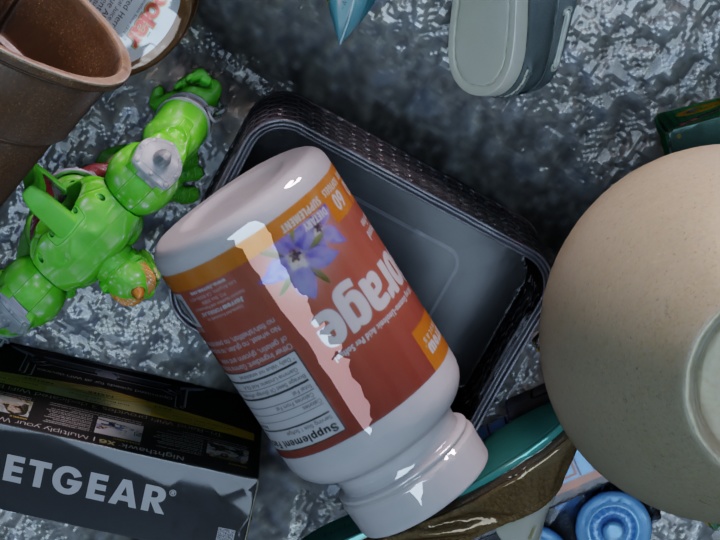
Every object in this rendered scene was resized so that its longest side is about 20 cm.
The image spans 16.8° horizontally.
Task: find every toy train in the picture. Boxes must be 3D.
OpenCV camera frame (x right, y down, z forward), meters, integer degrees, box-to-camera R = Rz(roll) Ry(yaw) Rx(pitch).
[{"bbox_3d":[0.091,0.139,1.471,0.199,0.087,0.115,-24,94,7],"label":"toy train"}]

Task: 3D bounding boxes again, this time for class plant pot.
[{"bbox_3d":[-0.259,-0.084,1.317,0.200,0.200,0.199,33,107,-9],"label":"plant pot"}]

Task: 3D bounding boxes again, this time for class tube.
[{"bbox_3d":[0.001,-0.172,1.330,0.050,0.200,0.078,14,102,-5],"label":"tube"}]

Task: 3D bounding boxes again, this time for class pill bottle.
[{"bbox_3d":[-0.016,0.042,1.333,0.112,0.112,0.201,-32,103,7],"label":"pill bottle"}]

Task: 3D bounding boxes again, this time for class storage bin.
[{"bbox_3d":[0.000,0.000,1.427,0.199,0.094,0.136,28,101,-8],"label":"storage bin"}]

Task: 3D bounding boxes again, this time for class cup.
[{"bbox_3d":[0.197,0.044,1.224,0.199,0.143,0.202,0,99,-3],"label":"cup"}]

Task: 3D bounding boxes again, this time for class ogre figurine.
[{"bbox_3d":[-0.157,-0.027,1.404,0.199,0.120,0.099,-26,103,6],"label":"ogre figurine"}]

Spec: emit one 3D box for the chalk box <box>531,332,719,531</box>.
[{"bbox_3d":[0.211,0.020,1.355,0.124,0.125,0.200,43,95,-9],"label":"chalk box"}]

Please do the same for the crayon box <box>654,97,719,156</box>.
[{"bbox_3d":[0.284,-0.057,1.435,0.199,0.058,0.119,-16,103,3],"label":"crayon box"}]

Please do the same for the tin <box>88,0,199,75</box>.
[{"bbox_3d":[-0.185,-0.190,1.407,0.199,0.042,0.112,33,105,-9],"label":"tin"}]

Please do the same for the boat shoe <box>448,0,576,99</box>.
[{"bbox_3d":[0.100,-0.198,1.408,0.062,0.073,0.201,3,100,-46],"label":"boat shoe"}]

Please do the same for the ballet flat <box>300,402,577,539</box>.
[{"bbox_3d":[0.057,0.148,1.408,0.199,0.068,0.073,-30,105,9],"label":"ballet flat"}]

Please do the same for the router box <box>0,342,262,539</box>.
[{"bbox_3d":[-0.157,0.099,1.416,0.199,0.157,0.053,13,103,-3],"label":"router box"}]
